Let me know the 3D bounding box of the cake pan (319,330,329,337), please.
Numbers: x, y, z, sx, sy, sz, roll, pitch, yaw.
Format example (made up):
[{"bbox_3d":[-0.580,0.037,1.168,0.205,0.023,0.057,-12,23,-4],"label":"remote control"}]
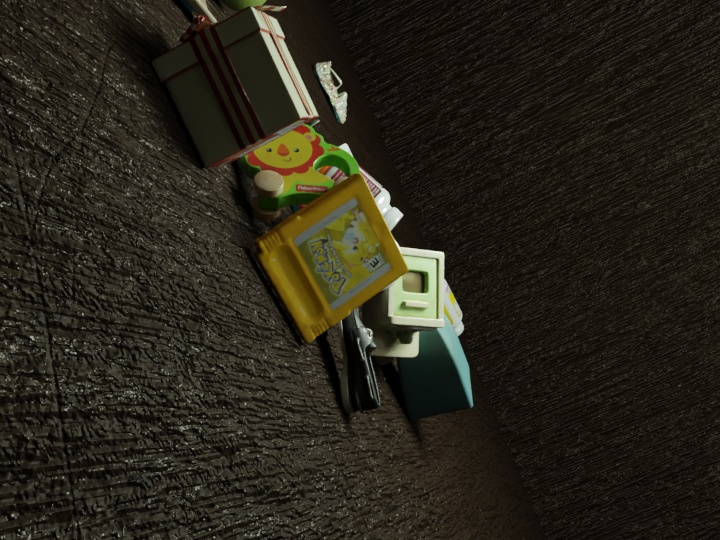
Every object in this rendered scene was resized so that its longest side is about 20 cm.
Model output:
[{"bbox_3d":[-0.084,0.011,1.381,0.201,0.036,0.202,-90,154,-67],"label":"cake pan"}]

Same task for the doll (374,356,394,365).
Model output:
[{"bbox_3d":[0.051,0.127,1.764,0.200,0.048,0.139,-70,144,-76],"label":"doll"}]

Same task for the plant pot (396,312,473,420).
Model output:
[{"bbox_3d":[0.143,0.183,1.748,0.142,0.139,0.202,-85,159,-58],"label":"plant pot"}]

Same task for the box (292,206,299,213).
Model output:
[{"bbox_3d":[-0.113,-0.170,1.597,0.082,0.049,0.203,39,30,-68],"label":"box"}]

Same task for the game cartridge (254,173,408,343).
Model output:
[{"bbox_3d":[-0.042,-0.018,1.236,0.178,0.199,0.032,61,-17,-22],"label":"game cartridge"}]

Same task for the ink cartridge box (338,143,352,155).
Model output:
[{"bbox_3d":[-0.035,-0.181,1.915,0.145,0.083,0.203,-64,131,-76],"label":"ink cartridge box"}]

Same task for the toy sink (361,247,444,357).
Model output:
[{"bbox_3d":[0.083,0.064,1.591,0.112,0.128,0.204,-11,-105,61],"label":"toy sink"}]

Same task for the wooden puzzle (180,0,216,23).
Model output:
[{"bbox_3d":[-0.320,-0.524,1.389,0.202,0.037,0.185,67,10,26],"label":"wooden puzzle"}]

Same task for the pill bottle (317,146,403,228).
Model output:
[{"bbox_3d":[-0.014,-0.148,1.691,0.200,0.113,0.113,42,11,2],"label":"pill bottle"}]

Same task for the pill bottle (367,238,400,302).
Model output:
[{"bbox_3d":[0.000,0.000,1.485,0.112,0.109,0.200,67,-16,5],"label":"pill bottle"}]

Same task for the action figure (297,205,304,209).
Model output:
[{"bbox_3d":[-0.093,-0.107,1.416,0.200,0.097,0.067,164,-73,-68],"label":"action figure"}]

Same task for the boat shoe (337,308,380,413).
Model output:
[{"bbox_3d":[-0.002,0.130,1.348,0.074,0.059,0.203,56,28,-64],"label":"boat shoe"}]

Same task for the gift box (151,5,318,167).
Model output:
[{"bbox_3d":[-0.165,-0.278,1.195,0.189,0.198,0.185,63,6,-8],"label":"gift box"}]

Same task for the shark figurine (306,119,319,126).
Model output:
[{"bbox_3d":[-0.093,-0.215,1.795,0.215,0.128,0.090,50,-16,5],"label":"shark figurine"}]

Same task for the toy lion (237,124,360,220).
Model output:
[{"bbox_3d":[-0.098,-0.168,1.321,0.069,0.196,0.194,103,-11,-49],"label":"toy lion"}]

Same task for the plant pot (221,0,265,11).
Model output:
[{"bbox_3d":[-0.241,-0.605,1.606,0.190,0.197,0.203,73,-5,-80],"label":"plant pot"}]

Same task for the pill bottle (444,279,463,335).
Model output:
[{"bbox_3d":[0.269,0.126,2.711,0.105,0.103,0.202,-97,160,-58],"label":"pill bottle"}]

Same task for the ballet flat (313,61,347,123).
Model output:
[{"bbox_3d":[-0.079,-0.555,2.563,0.076,0.063,0.202,-91,155,-67],"label":"ballet flat"}]
